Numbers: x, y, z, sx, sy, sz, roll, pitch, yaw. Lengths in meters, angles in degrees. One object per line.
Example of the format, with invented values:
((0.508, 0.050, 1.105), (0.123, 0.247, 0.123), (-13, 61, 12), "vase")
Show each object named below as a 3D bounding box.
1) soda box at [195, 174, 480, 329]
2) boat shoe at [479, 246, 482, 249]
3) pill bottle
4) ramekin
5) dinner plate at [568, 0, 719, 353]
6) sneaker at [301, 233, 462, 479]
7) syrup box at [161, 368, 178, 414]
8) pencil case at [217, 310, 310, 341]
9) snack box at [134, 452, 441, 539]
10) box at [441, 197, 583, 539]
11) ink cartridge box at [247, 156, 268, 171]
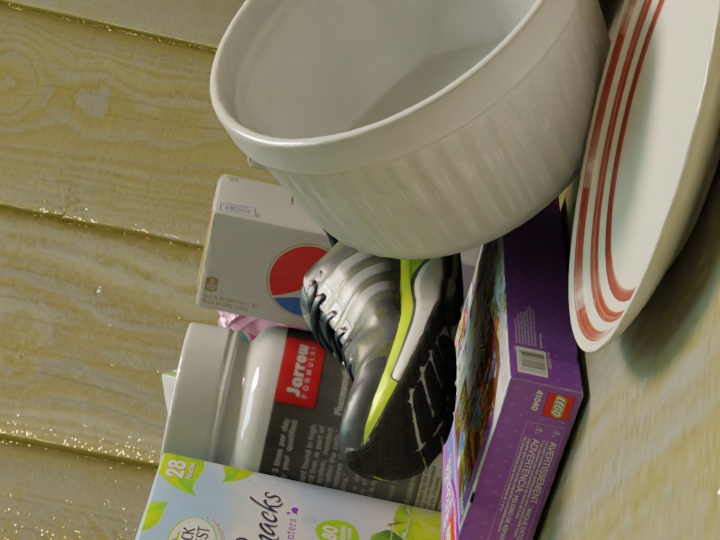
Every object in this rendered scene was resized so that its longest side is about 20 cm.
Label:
((0.000, 0.000, 0.925), (0.064, 0.198, 0.069), (-89, 11, -65), "soda box")
((0.043, -0.092, 0.908), (0.072, 0.201, 0.066), (-37, -8, -8), "boat shoe")
((-0.020, 0.099, 0.930), (0.114, 0.198, 0.115), (-168, 90, -87), "pill bottle")
((0.035, -0.099, 0.746), (0.105, 0.199, 0.201), (54, -148, -38), "ramekin")
((0.121, -0.063, 0.596), (0.200, 0.024, 0.202), (-168, 90, -86), "dinner plate")
((0.008, 0.034, 0.770), (0.201, 0.080, 0.074), (-77, -23, -54), "sneaker")
((-0.059, 0.115, 1.091), (0.199, 0.078, 0.082), (9, 111, 51), "syrup box")
((-0.003, 0.002, 1.006), (0.199, 0.088, 0.088), (-34, 16, 13), "pencil case")
((-0.034, 0.193, 0.821), (0.169, 0.198, 0.068), (-85, 8, -63), "snack box")
((0.077, 0.059, 0.789), (0.200, 0.039, 0.138), (-83, 6, -59), "box")
((0.014, -0.144, 1.245), (0.146, 0.198, 0.085), (106, 175, -49), "ink cartridge box")
